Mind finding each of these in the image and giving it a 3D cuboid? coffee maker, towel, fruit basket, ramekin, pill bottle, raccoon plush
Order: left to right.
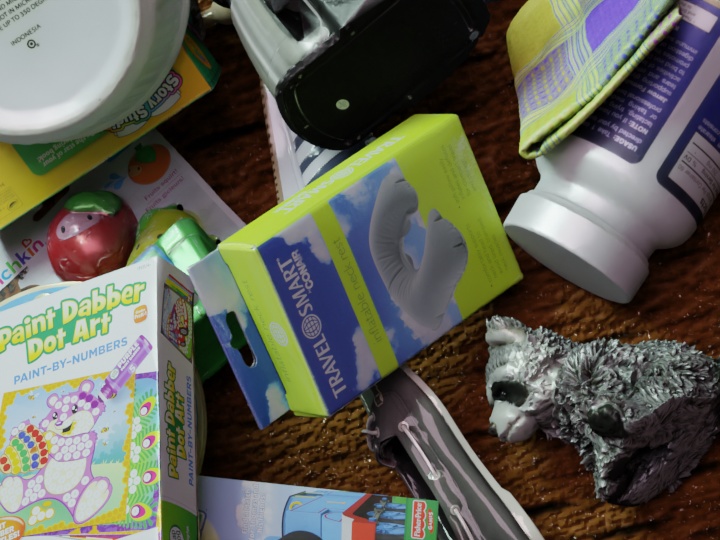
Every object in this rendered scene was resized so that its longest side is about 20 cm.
[{"bbox_3d":[-0.209,-0.170,1.493,0.202,0.094,0.203,1,107,2],"label":"ramekin"},{"bbox_3d":[-0.170,0.003,1.592,0.185,0.094,0.200,-43,61,-1],"label":"fruit basket"},{"bbox_3d":[-0.014,-0.206,1.549,0.192,0.135,0.200,-26,57,-14],"label":"coffee maker"},{"bbox_3d":[0.143,-0.158,1.507,0.144,0.023,0.200,-46,19,23],"label":"towel"},{"bbox_3d":[0.173,0.062,1.492,0.200,0.097,0.134,-22,47,-24],"label":"raccoon plush"},{"bbox_3d":[0.182,-0.086,1.504,0.116,0.116,0.200,30,81,24],"label":"pill bottle"}]

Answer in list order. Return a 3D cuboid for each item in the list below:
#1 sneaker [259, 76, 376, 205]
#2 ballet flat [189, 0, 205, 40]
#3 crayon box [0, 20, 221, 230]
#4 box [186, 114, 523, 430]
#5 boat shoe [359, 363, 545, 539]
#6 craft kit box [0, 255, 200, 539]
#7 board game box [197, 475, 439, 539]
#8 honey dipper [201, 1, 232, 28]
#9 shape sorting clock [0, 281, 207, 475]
[{"bbox_3d":[-0.004,-0.083,1.586,0.108,0.070,0.200,-13,64,7],"label":"sneaker"},{"bbox_3d":[-0.188,-0.203,1.665,0.200,0.072,0.072,20,77,35],"label":"ballet flat"},{"bbox_3d":[-0.207,-0.122,1.587,0.200,0.058,0.119,-32,104,11],"label":"crayon box"},{"bbox_3d":[0.000,0.000,1.472,0.200,0.122,0.048,-35,21,-31],"label":"box"},{"bbox_3d":[0.041,0.125,1.494,0.057,0.067,0.200,-34,66,-15],"label":"boat shoe"},{"bbox_3d":[-0.187,0.112,1.415,0.200,0.049,0.198,-19,56,26],"label":"craft kit box"},{"bbox_3d":[-0.057,0.201,1.408,0.200,0.037,0.151,6,66,-5],"label":"board game box"},{"bbox_3d":[-0.174,-0.147,1.680,0.200,0.038,0.038,-27,65,3],"label":"honey dipper"},{"bbox_3d":[-0.190,0.104,1.488,0.200,0.039,0.200,-7,71,22],"label":"shape sorting clock"}]
